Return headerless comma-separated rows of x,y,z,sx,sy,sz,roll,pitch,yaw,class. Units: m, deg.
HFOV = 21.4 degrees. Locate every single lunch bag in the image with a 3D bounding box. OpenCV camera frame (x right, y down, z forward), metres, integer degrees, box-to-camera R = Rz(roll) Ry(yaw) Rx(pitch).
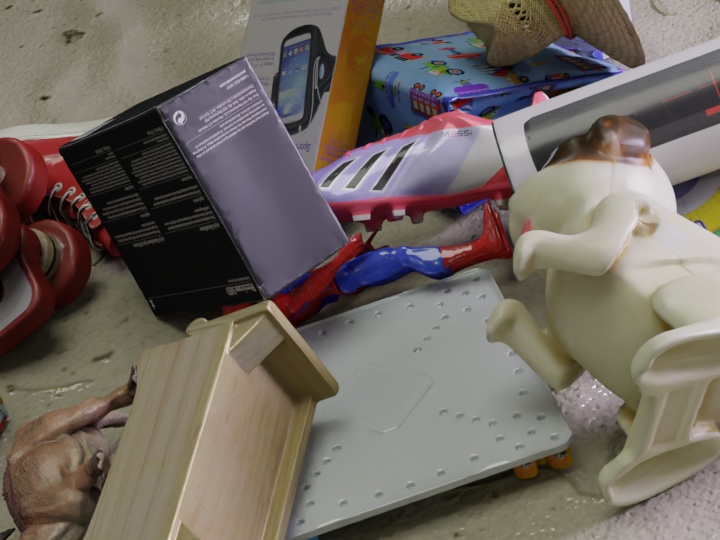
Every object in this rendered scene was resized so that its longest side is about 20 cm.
0.104,-0.136,1.435,0.199,0.095,0.150,-24,31,-27,lunch bag

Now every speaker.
0.190,-0.092,1.219,0.199,0.081,0.081,-19,33,9,speaker

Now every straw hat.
0.110,-0.192,1.362,0.085,0.201,0.201,-38,36,-1,straw hat

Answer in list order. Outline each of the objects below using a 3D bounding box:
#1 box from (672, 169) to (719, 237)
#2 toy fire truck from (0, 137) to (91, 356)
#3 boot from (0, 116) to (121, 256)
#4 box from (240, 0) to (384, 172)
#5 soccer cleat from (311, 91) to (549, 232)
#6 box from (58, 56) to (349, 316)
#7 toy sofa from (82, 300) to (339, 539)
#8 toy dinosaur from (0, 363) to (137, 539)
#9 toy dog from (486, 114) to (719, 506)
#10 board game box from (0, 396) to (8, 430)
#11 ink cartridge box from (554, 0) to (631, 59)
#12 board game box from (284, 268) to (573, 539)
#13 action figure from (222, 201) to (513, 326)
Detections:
0.214,-0.037,1.246,0.117,0.048,0.200,-26,38,6,box
-0.306,-0.014,1.398,0.168,0.112,0.201,-38,62,14,toy fire truck
-0.236,-0.051,1.468,0.199,0.073,0.145,-13,35,0,boot
-0.047,-0.126,1.416,0.041,0.201,0.119,14,-6,-40,box
0.042,-0.073,1.308,0.199,0.077,0.067,-7,-8,8,soccer cleat
-0.109,-0.051,1.282,0.079,0.142,0.200,-32,10,-25,box
-0.086,0.121,1.097,0.097,0.083,0.201,-21,36,28,toy sofa
-0.194,0.131,1.180,0.135,0.086,0.200,-16,27,13,toy dinosaur
0.165,-0.001,1.110,0.193,0.140,0.200,-22,52,-15,toy dog
-0.317,0.124,1.218,0.102,0.105,0.201,-5,36,16,board game box
0.132,-0.277,1.507,0.047,0.201,0.160,-35,37,-26,ink cartridge box
0.014,0.088,1.195,0.199,0.026,0.200,-19,33,-2,board game box
0.000,0.000,1.286,0.199,0.052,0.065,-20,-5,9,action figure
